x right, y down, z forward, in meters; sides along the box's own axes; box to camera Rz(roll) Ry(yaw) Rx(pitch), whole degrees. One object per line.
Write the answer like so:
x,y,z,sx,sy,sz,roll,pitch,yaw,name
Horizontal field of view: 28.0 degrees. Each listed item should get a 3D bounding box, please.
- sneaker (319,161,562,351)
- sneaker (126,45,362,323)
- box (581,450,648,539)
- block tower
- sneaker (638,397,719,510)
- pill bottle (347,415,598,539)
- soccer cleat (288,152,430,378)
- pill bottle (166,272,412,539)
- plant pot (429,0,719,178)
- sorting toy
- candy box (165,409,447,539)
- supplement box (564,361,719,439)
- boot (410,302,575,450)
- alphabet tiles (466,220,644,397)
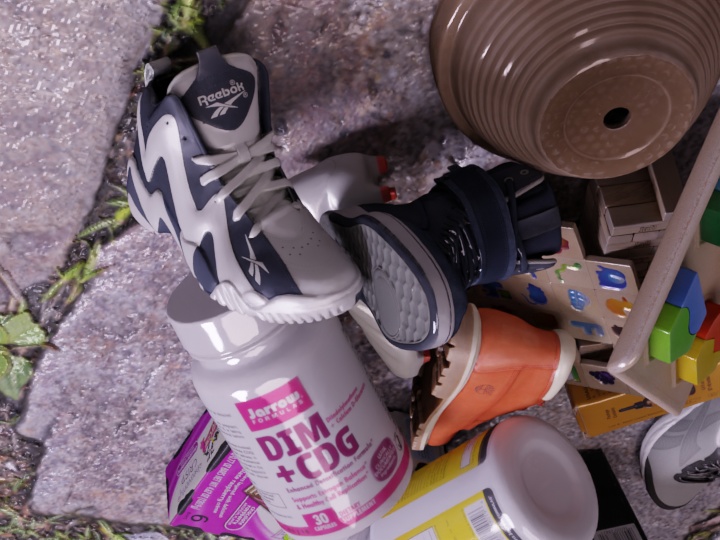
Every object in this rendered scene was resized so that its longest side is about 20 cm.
0.066,-0.014,0.868,0.145,0.202,0.078,-11,106,-12,sneaker
-0.073,-0.062,0.858,0.079,0.199,0.131,-21,132,-28,sneaker
0.154,0.280,1.293,0.147,0.125,0.201,-7,139,-18,box
0.185,-0.005,1.036,0.057,0.054,0.201,-7,148,-6,block tower
0.298,0.147,1.230,0.073,0.080,0.201,3,137,-18,sneaker
0.078,0.200,1.114,0.111,0.113,0.200,24,137,-33,pill bottle
0.000,0.000,1.019,0.077,0.070,0.201,-12,131,8,soccer cleat
-0.051,0.086,1.027,0.112,0.114,0.201,-22,117,12,pill bottle
0.147,-0.125,0.894,0.199,0.093,0.202,-6,137,-6,plant pot
0.233,0.001,0.966,0.187,0.036,0.200,-66,155,-3,sorting toy
-0.043,0.167,1.186,0.198,0.061,0.137,15,131,-27,candy box
0.257,0.066,1.137,0.198,0.069,0.067,-20,146,7,supplement box
0.094,0.090,1.091,0.106,0.076,0.200,6,155,-10,boot
0.131,0.025,1.047,0.166,0.008,0.201,9,146,30,alphabet tiles
